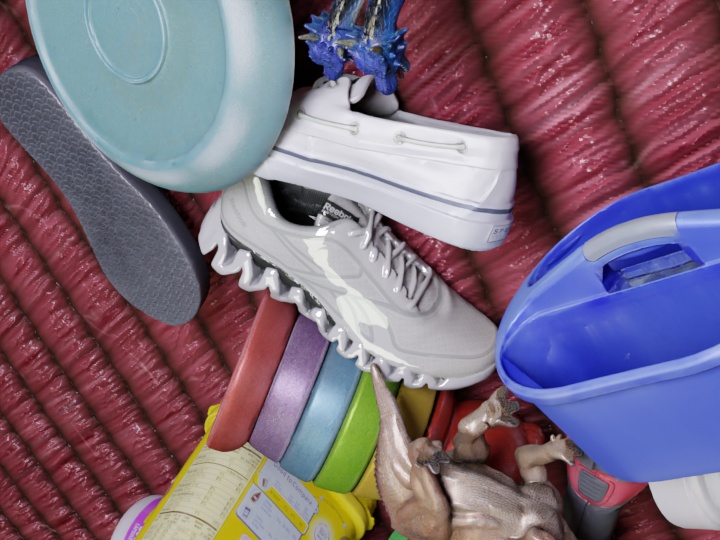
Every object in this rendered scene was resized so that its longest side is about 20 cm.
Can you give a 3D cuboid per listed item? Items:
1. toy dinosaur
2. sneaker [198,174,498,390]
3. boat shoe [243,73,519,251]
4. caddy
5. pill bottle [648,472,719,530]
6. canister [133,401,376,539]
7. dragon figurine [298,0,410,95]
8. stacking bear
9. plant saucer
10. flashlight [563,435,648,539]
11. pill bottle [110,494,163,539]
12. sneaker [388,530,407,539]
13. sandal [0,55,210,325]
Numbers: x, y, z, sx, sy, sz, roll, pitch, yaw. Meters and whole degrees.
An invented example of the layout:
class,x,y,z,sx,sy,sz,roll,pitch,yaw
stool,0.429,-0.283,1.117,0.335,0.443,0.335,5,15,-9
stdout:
class,x,y,z,sx,sy,sz,roll,pitch,yaw
toy dinosaur,0.066,0.146,0.767,0.199,0.086,0.136,33,140,2
sneaker,0.000,0.000,0.783,0.199,0.075,0.081,30,130,2
boat shoe,-0.001,-0.076,0.715,0.199,0.073,0.067,21,110,21
caddy,0.154,0.015,0.630,0.199,0.142,0.105,-21,120,45
pill bottle,0.249,0.087,0.659,0.199,0.113,0.113,-8,126,41
canister,-0.088,0.204,0.946,0.086,0.200,0.149,-18,119,43
dragon figurine,0.013,-0.171,0.568,0.059,0.100,0.201,19,139,17
stacking bear,0.015,0.095,0.837,0.199,0.122,0.114,22,-175,-3
plant saucer,-0.118,-0.133,0.703,0.199,0.027,0.201,21,124,34
flashlight,0.150,0.140,0.828,0.067,0.068,0.201,-6,141,-6
pill bottle,-0.104,0.256,1.088,0.199,0.104,0.105,9,135,27
sneaker,0.032,0.246,0.955,0.200,0.085,0.078,-42,103,14
sandal,-0.158,-0.055,0.863,0.076,0.043,0.201,-22,107,38
